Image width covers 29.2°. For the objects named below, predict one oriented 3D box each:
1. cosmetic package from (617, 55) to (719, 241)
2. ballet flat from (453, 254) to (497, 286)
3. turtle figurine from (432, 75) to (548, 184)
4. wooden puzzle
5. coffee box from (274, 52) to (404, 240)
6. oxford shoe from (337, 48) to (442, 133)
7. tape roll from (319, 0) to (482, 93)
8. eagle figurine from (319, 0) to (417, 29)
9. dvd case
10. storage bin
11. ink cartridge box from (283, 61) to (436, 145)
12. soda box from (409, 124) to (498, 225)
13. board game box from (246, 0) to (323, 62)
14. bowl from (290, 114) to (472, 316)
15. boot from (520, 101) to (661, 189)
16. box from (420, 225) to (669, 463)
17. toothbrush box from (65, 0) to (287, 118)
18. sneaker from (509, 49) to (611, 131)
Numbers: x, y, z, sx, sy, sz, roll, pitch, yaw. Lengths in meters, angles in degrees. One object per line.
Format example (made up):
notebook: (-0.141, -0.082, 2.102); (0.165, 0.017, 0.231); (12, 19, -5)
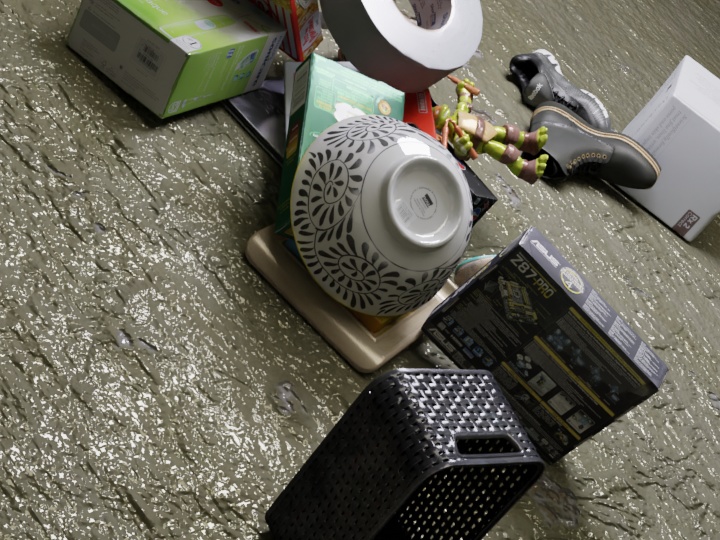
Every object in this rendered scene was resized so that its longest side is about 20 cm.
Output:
cosmetic package: (0.487, -0.184, 2.048); (0.164, 0.165, 0.200); (37, 30, 0)
ballet flat: (0.192, 0.026, 1.580); (0.199, 0.068, 0.068); (6, 51, -39)
turtle figurine: (0.142, -0.156, 1.639); (0.160, 0.065, 0.201); (21, 32, -12)
wooden puzzle: (0.000, 0.000, 1.430); (0.185, 0.037, 0.200); (45, 37, 9)
coffee box: (-0.019, -0.112, 1.414); (0.122, 0.044, 0.202); (19, 60, -28)
oxford shoe: (0.046, -0.237, 1.757); (0.070, 0.074, 0.200); (-7, 50, -48)
tape roll: (0.048, -0.310, 1.589); (0.199, 0.066, 0.202); (18, 60, -35)
eagle figurine: (0.029, -0.319, 1.723); (0.200, 0.150, 0.153); (50, 35, -42)
dvd case: (-0.057, -0.148, 1.598); (0.200, 0.016, 0.148); (47, 32, 14)
storage bin: (0.032, 0.176, 1.092); (0.134, 0.200, 0.094); (4, 45, -41)
ink cartridge box: (0.001, -0.161, 1.545); (0.172, 0.044, 0.201); (-2, 43, -3)
soda box: (0.071, -0.135, 1.654); (0.200, 0.063, 0.071); (50, 21, 21)
board game box: (-0.117, -0.335, 1.569); (0.151, 0.046, 0.200); (38, -12, 13)
bowl: (0.040, -0.061, 1.337); (0.199, 0.094, 0.203); (4, 81, -29)
boot: (0.316, -0.145, 1.926); (0.199, 0.078, 0.139); (25, 36, 4)
box: (0.181, 0.078, 1.381); (0.200, 0.161, 0.049); (45, 39, -2)
toothbrush box: (-0.199, -0.258, 1.519); (0.145, 0.086, 0.200); (38, 29, 14)
sneaker: (0.286, -0.255, 2.038); (0.090, 0.067, 0.201); (-4, 46, -43)
